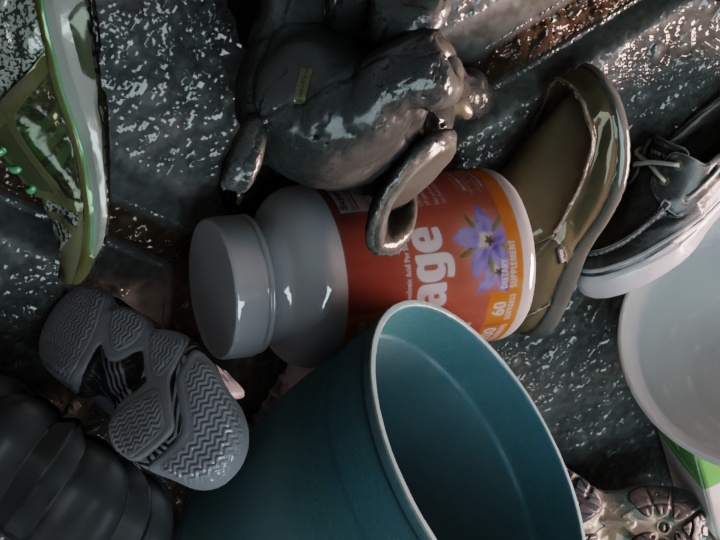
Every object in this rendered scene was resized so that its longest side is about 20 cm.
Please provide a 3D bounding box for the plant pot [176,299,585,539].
[{"bbox_3d":[0.000,0.150,0.908,0.187,0.202,0.200,-32,132,26],"label":"plant pot"}]

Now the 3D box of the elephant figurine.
[{"bbox_3d":[0.007,-0.081,0.889,0.153,0.143,0.200,-13,154,4],"label":"elephant figurine"}]

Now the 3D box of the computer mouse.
[{"bbox_3d":[-0.052,-0.117,0.922,0.058,0.034,0.202,-4,124,-23],"label":"computer mouse"}]

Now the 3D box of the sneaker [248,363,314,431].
[{"bbox_3d":[-0.048,0.116,1.055,0.098,0.078,0.202,-1,116,-6],"label":"sneaker"}]

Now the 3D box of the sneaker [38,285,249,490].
[{"bbox_3d":[-0.106,0.082,0.933,0.076,0.199,0.115,-55,133,-4],"label":"sneaker"}]

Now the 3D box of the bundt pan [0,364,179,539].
[{"bbox_3d":[-0.190,0.120,0.927,0.202,0.201,0.076,42,78,-38],"label":"bundt pan"}]

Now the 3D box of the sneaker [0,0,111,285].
[{"bbox_3d":[-0.186,-0.084,0.871,0.087,0.077,0.202,-4,119,-6],"label":"sneaker"}]

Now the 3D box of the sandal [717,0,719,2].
[{"bbox_3d":[0.271,-0.186,1.009,0.200,0.048,0.076,31,106,-37],"label":"sandal"}]

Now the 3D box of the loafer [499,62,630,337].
[{"bbox_3d":[0.118,-0.040,1.022,0.069,0.075,0.202,-2,123,-27],"label":"loafer"}]

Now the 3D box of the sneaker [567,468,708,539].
[{"bbox_3d":[0.161,0.198,1.200,0.198,0.079,0.086,14,160,-11],"label":"sneaker"}]

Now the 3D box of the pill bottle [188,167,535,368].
[{"bbox_3d":[0.000,0.000,0.964,0.198,0.112,0.113,-8,125,-25],"label":"pill bottle"}]

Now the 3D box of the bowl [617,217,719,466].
[{"bbox_3d":[0.284,0.064,1.113,0.199,0.202,0.091,-26,152,-5],"label":"bowl"}]

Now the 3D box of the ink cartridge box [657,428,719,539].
[{"bbox_3d":[0.323,0.152,1.235,0.145,0.084,0.201,-27,128,-6],"label":"ink cartridge box"}]

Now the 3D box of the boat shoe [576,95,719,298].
[{"bbox_3d":[0.215,-0.065,1.061,0.199,0.072,0.071,-40,123,-9],"label":"boat shoe"}]
